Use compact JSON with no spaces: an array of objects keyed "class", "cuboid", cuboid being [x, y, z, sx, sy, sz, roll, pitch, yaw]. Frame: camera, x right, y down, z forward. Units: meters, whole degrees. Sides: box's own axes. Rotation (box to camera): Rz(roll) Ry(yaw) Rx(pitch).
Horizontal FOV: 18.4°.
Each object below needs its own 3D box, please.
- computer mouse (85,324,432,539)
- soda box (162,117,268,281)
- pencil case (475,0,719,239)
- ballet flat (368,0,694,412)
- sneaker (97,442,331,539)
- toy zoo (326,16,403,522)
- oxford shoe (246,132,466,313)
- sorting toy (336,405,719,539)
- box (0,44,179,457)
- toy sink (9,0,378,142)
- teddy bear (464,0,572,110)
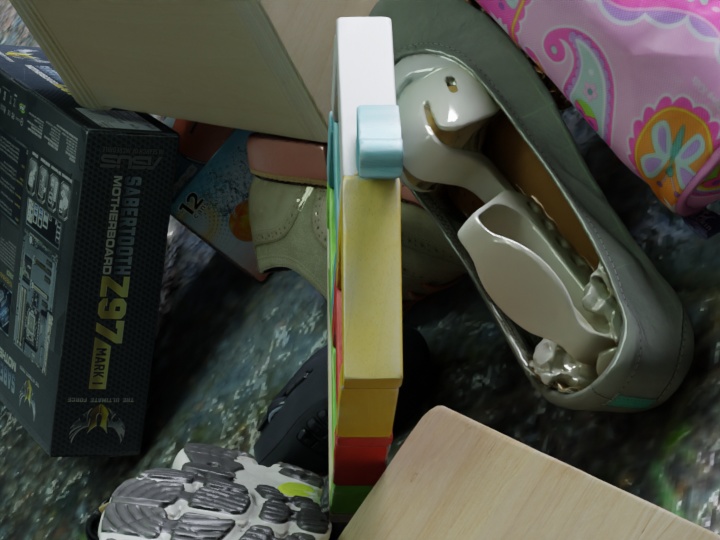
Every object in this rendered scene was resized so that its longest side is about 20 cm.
[{"class":"computer mouse","cuboid":[-0.051,0.073,0.952,0.200,0.034,0.059,-31,37,29]},{"class":"soda box","cuboid":[-0.016,-0.096,1.052,0.200,0.068,0.064,-49,33,2]},{"class":"pencil case","cuboid":[0.091,-0.112,0.822,0.087,0.087,0.200,-43,75,10]},{"class":"ballet flat","cuboid":[0.049,-0.032,0.820,0.067,0.064,0.200,-48,64,30]},{"class":"sneaker","cuboid":[-0.050,0.118,0.813,0.200,0.077,0.085,-14,-64,-82]},{"class":"toy zoo","cuboid":[0.000,0.000,0.788,0.200,0.020,0.131,95,174,-68]},{"class":"oxford shoe","cuboid":[0.026,-0.011,0.934,0.200,0.071,0.074,18,107,49]},{"class":"sorting toy","cuboid":[0.040,0.165,0.704,0.200,0.070,0.199,-55,31,-8]},{"class":"box","cuboid":[-0.153,-0.015,1.088,0.200,0.051,0.158,33,117,59]},{"class":"toy sink","cuboid":[-0.081,-0.146,0.981,0.200,0.112,0.130,11,58,31]},{"class":"teddy bear","cuboid":[0.096,-0.114,0.913,0.200,0.067,0.145,-46,42,-12]}]
